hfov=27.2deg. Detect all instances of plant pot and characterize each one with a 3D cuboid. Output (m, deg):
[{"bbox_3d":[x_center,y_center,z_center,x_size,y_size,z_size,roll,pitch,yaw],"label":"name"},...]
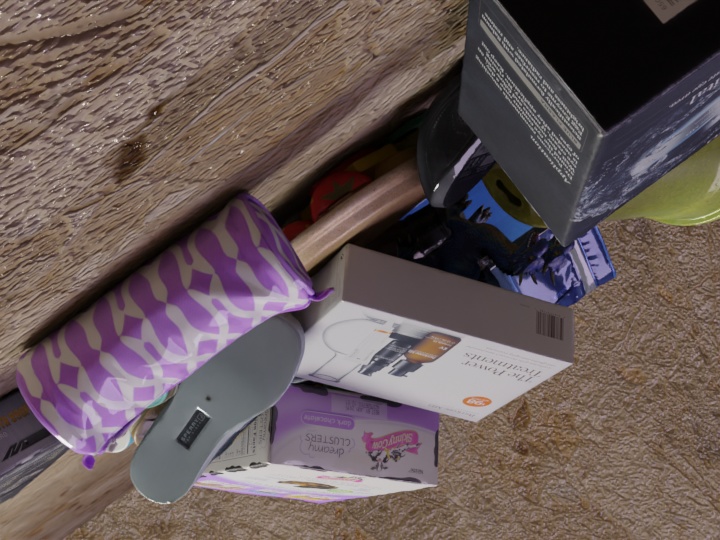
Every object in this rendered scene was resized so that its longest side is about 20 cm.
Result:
[{"bbox_3d":[0.192,-0.116,1.170,0.183,0.202,0.200,-16,165,-39],"label":"plant pot"}]

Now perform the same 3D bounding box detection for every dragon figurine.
[{"bbox_3d":[0.076,0.009,1.196,0.200,0.100,0.059,-37,141,22],"label":"dragon figurine"}]

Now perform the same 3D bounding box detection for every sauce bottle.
[{"bbox_3d":[0.000,0.000,1.278,0.199,0.066,0.066,-31,177,19],"label":"sauce bottle"}]

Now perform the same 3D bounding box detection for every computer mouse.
[{"bbox_3d":[0.098,-0.132,1.026,0.200,0.053,0.138,-52,167,21],"label":"computer mouse"}]

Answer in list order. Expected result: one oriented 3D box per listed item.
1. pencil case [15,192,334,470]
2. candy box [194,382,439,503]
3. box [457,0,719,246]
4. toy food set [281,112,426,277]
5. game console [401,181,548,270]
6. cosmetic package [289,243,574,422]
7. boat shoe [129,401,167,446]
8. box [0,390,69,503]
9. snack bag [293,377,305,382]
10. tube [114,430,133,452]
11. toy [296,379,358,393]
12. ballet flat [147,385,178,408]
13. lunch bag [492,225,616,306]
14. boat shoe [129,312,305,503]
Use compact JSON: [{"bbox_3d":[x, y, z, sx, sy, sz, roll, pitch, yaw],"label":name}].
[{"bbox_3d":[-0.121,0.038,0.930,0.199,0.086,0.084,-37,177,9],"label":"pencil case"},{"bbox_3d":[-0.053,0.153,1.301,0.167,0.072,0.199,13,162,-31],"label":"candy box"},{"bbox_3d":[0.168,-0.138,0.848,0.196,0.118,0.200,-35,167,-8],"label":"box"},{"bbox_3d":[-0.020,-0.039,1.123,0.197,0.049,0.200,-32,174,-41],"label":"toy food set"},{"bbox_3d":[0.068,-0.037,1.346,0.199,0.119,0.171,-37,176,18],"label":"game console"},{"bbox_3d":[0.044,0.054,1.163,0.198,0.052,0.151,16,153,-21],"label":"cosmetic package"},{"bbox_3d":[-0.131,0.060,1.247,0.072,0.065,0.200,27,108,-44],"label":"boat shoe"},{"bbox_3d":[-0.291,0.150,1.072,0.158,0.049,0.200,-38,175,35],"label":"box"},{"bbox_3d":[-0.009,0.077,1.391,0.188,0.022,0.199,-27,169,41],"label":"snack bag"},{"bbox_3d":[-0.196,0.116,1.483,0.077,0.051,0.200,-33,-178,31],"label":"tube"},{"bbox_3d":[-0.001,0.107,1.367,0.114,0.048,0.200,-19,171,5],"label":"toy"},{"bbox_3d":[-0.183,0.079,1.160,0.200,0.067,0.064,-41,-160,56],"label":"ballet flat"},{"bbox_3d":[0.184,-0.057,1.605,0.132,0.201,0.136,-32,-147,-5],"label":"lunch bag"},{"bbox_3d":[-0.106,0.090,1.166,0.200,0.071,0.091,-48,-176,25],"label":"boat shoe"}]
